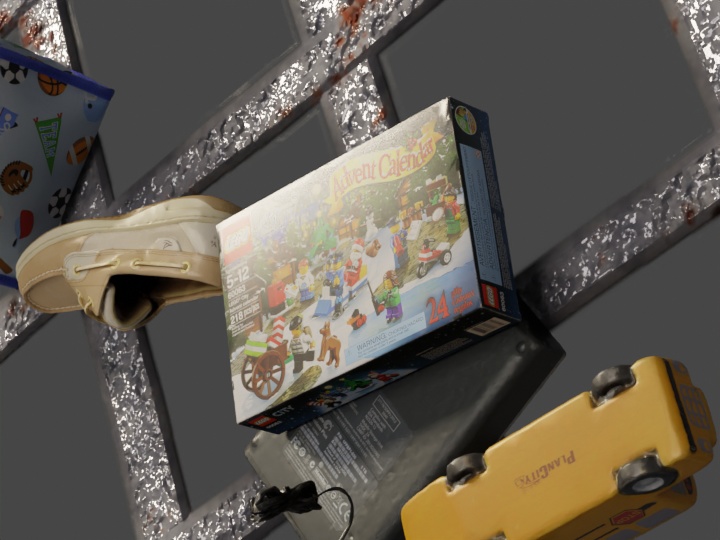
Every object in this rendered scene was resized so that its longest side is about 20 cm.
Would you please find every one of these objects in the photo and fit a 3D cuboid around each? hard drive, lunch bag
[{"bbox_3d":[0.022,0.079,1.415,0.200,0.033,0.140,-54,47,18],"label":"hard drive"},{"bbox_3d":[-0.305,-0.095,1.668,0.124,0.200,0.170,24,95,45],"label":"lunch bag"}]

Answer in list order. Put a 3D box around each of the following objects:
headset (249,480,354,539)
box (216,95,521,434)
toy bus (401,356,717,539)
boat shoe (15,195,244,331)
[{"bbox_3d":[-0.004,0.215,1.343,0.123,0.094,0.200,-27,75,26],"label":"headset"},{"bbox_3d":[0.000,0.000,1.410,0.200,0.038,0.137,-27,59,36],"label":"box"},{"bbox_3d":[0.111,0.121,1.283,0.200,0.078,0.065,-34,55,32],"label":"toy bus"},{"bbox_3d":[-0.160,0.005,1.585,0.200,0.074,0.069,-17,60,39],"label":"boat shoe"}]
